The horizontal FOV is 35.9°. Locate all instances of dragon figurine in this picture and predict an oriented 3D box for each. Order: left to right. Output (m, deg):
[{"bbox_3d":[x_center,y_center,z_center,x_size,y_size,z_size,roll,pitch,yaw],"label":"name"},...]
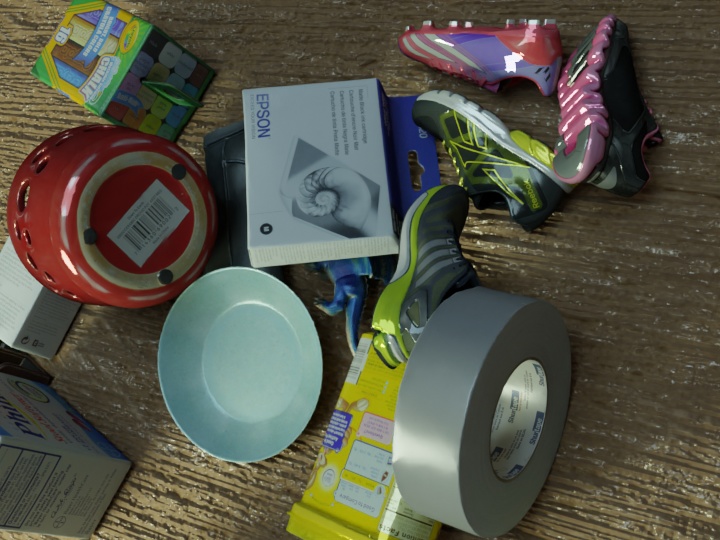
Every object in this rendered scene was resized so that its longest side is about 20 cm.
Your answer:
[{"bbox_3d":[0.000,0.000,1.124,0.099,0.059,0.201,-33,58,18],"label":"dragon figurine"}]

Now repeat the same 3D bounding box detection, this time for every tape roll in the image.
[{"bbox_3d":[0.106,0.117,0.933,0.066,0.200,0.202,11,79,34],"label":"tape roll"}]

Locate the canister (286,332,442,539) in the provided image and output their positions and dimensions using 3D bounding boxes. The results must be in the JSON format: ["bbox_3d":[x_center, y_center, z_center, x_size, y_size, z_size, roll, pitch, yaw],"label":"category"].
[{"bbox_3d":[0.029,0.169,1.026,0.148,0.086,0.201,12,78,44],"label":"canister"}]

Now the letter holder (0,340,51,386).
[{"bbox_3d":[-0.491,0.171,1.312,0.100,0.142,0.201,32,91,35],"label":"letter holder"}]

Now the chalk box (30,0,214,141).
[{"bbox_3d":[-0.272,-0.231,1.331,0.199,0.125,0.125,32,91,36],"label":"chalk box"}]

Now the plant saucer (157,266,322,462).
[{"bbox_3d":[-0.120,0.097,1.157,0.199,0.039,0.203,0,91,25],"label":"plant saucer"}]

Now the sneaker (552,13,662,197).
[{"bbox_3d":[0.237,-0.150,1.034,0.079,0.095,0.201,130,158,-56],"label":"sneaker"}]

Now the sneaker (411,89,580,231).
[{"bbox_3d":[0.115,-0.109,1.082,0.200,0.074,0.085,34,91,35],"label":"sneaker"}]

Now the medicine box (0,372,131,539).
[{"bbox_3d":[-0.386,0.192,1.206,0.182,0.200,0.103,32,91,35],"label":"medicine box"}]

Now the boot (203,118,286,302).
[{"bbox_3d":[-0.103,-0.072,1.207,0.164,0.065,0.202,-20,61,33],"label":"boot"}]

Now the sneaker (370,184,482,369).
[{"bbox_3d":[0.077,0.002,1.008,0.080,0.074,0.201,-4,51,29],"label":"sneaker"}]

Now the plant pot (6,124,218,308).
[{"bbox_3d":[-0.261,-0.059,1.184,0.182,0.199,0.202,6,74,62],"label":"plant pot"}]

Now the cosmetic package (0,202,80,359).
[{"bbox_3d":[-0.381,-0.007,1.350,0.101,0.071,0.201,27,88,35],"label":"cosmetic package"}]

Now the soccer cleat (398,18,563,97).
[{"bbox_3d":[0.116,-0.215,1.127,0.199,0.066,0.077,8,104,41],"label":"soccer cleat"}]

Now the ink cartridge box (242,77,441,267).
[{"bbox_3d":[-0.017,-0.104,1.117,0.198,0.041,0.201,-5,60,-2],"label":"ink cartridge box"}]
